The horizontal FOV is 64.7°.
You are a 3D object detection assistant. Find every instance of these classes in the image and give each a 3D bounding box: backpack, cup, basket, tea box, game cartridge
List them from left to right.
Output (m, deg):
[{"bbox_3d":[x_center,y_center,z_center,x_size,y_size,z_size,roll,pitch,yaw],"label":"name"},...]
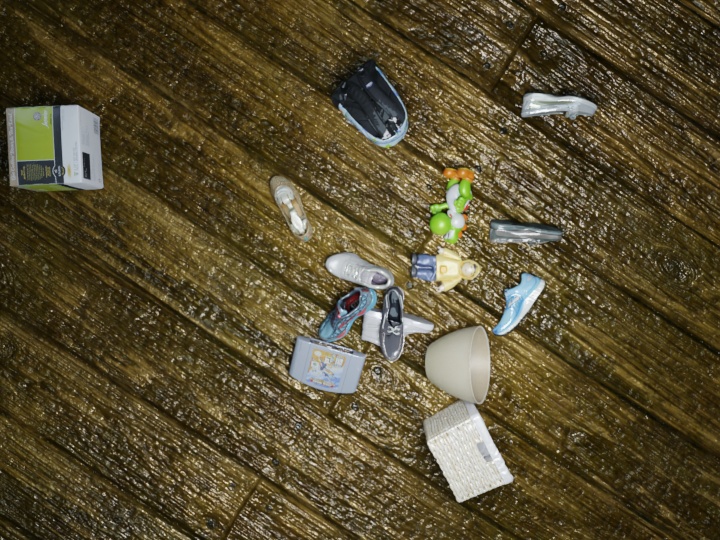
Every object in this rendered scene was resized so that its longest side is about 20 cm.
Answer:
[{"bbox_3d":[-0.816,-0.323,1.525,0.192,0.134,0.205,-2,91,-1],"label":"tea box"},{"bbox_3d":[-0.094,0.266,1.574,0.196,0.042,0.136,15,106,-1],"label":"game cartridge"},{"bbox_3d":[0.044,-0.430,1.532,0.163,0.154,0.200,-43,70,-1],"label":"backpack"},{"bbox_3d":[0.256,0.250,1.531,0.141,0.199,0.205,-2,92,27],"label":"cup"},{"bbox_3d":[0.280,0.474,1.519,0.159,0.200,0.201,-28,91,3],"label":"basket"}]

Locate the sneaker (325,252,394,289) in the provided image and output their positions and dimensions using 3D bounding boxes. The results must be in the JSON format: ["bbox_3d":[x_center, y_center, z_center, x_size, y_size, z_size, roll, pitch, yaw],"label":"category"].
[{"bbox_3d":[0.000,0.000,1.554,0.196,0.100,0.076,16,94,1],"label":"sneaker"}]

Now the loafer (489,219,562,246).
[{"bbox_3d":[0.455,-0.098,1.577,0.196,0.072,0.064,8,111,6],"label":"loafer"}]

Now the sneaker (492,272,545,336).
[{"bbox_3d":[0.425,0.094,1.583,0.089,0.078,0.201,36,88,18],"label":"sneaker"}]

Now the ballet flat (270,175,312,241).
[{"bbox_3d":[-0.189,-0.174,1.565,0.070,0.065,0.202,-31,91,1],"label":"ballet flat"}]

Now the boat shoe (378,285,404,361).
[{"bbox_3d":[0.082,0.142,1.513,0.071,0.063,0.204,4,90,9],"label":"boat shoe"}]

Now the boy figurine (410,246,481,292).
[{"bbox_3d":[0.236,0.000,1.574,0.196,0.064,0.127,6,89,3],"label":"boy figurine"}]

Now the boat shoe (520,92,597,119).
[{"bbox_3d":[0.543,-0.443,1.560,0.198,0.074,0.066,9,98,4],"label":"boat shoe"}]

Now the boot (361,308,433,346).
[{"bbox_3d":[0.100,0.170,1.580,0.196,0.074,0.098,11,98,8],"label":"boot"}]

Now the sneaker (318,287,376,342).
[{"bbox_3d":[-0.051,0.111,1.544,0.200,0.095,0.080,-45,62,10],"label":"sneaker"}]

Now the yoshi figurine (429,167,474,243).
[{"bbox_3d":[0.242,-0.178,1.553,0.110,0.112,0.204,10,94,15],"label":"yoshi figurine"}]
